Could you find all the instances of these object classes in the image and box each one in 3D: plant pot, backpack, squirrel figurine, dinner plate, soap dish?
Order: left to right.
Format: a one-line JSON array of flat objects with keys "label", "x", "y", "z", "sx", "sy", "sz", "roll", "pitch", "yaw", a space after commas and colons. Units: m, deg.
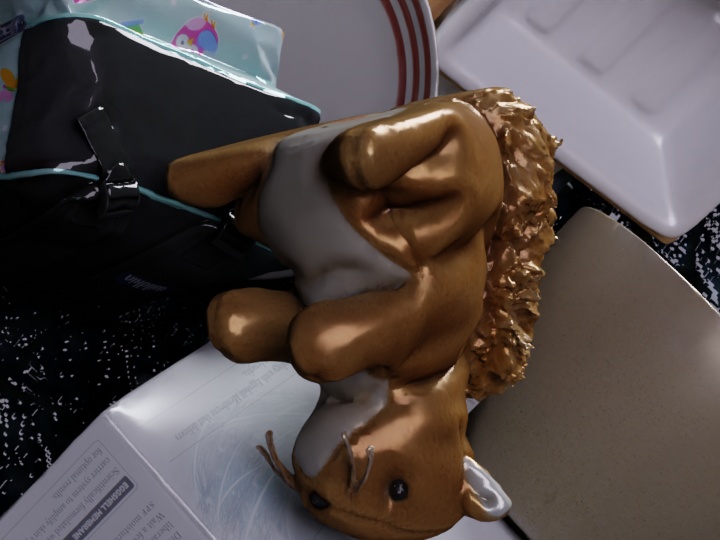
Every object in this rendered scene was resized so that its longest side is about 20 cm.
[{"label": "backpack", "x": -0.136, "y": -0.060, "z": 1.389, "sx": 0.175, "sy": 0.200, "sz": 0.154, "roll": 15, "pitch": 65, "yaw": -37}, {"label": "dinner plate", "x": -0.046, "y": -0.096, "z": 1.462, "sx": 0.024, "sy": 0.199, "sz": 0.201, "roll": 0, "pitch": 75, "yaw": -61}, {"label": "squirrel figurine", "x": 0.028, "y": 0.021, "z": 1.288, "sx": 0.199, "sy": 0.141, "sz": 0.188, "roll": -18, "pitch": 98, "yaw": -48}, {"label": "plant pot", "x": 0.128, "y": 0.087, "z": 1.434, "sx": 0.134, "sy": 0.200, "sz": 0.201, "roll": -41, "pitch": 96, "yaw": -5}, {"label": "soap dish", "x": 0.140, "y": -0.127, "z": 1.488, "sx": 0.200, "sy": 0.157, "sz": 0.081, "roll": 35, "pitch": 24, "yaw": -23}]

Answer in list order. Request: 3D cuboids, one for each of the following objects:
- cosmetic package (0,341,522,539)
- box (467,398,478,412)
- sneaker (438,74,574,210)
[{"label": "cosmetic package", "x": -0.041, "y": 0.142, "z": 1.358, "sx": 0.200, "sy": 0.123, "sz": 0.199, "roll": 48, "pitch": 29, "yaw": 4}, {"label": "box", "x": 0.000, "y": 0.000, "z": 1.455, "sx": 0.041, "sy": 0.039, "sz": 0.200, "roll": 27, "pitch": 24, "yaw": -47}, {"label": "sneaker", "x": 0.058, "y": -0.081, "z": 1.549, "sx": 0.129, "sy": 0.079, "sz": 0.200, "roll": 13, "pitch": 58, "yaw": -35}]
